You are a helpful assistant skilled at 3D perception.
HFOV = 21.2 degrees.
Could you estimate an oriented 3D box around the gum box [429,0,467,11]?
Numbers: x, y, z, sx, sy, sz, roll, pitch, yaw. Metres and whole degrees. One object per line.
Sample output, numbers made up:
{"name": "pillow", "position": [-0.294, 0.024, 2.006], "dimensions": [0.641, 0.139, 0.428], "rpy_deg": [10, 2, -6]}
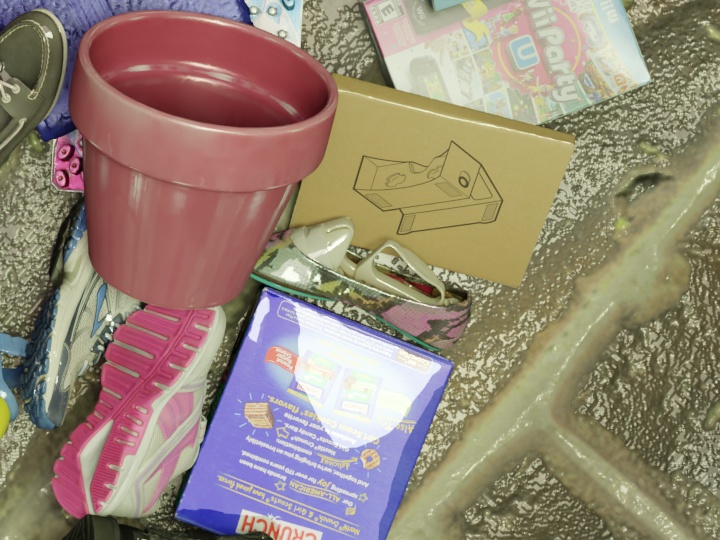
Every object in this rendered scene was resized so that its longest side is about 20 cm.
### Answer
{"name": "gum box", "position": [0.123, -0.314, 1.554], "dimensions": [0.200, 0.045, 0.170], "rpy_deg": [-20, 61, -3]}

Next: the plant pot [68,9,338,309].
{"name": "plant pot", "position": [-0.132, -0.078, 1.478], "dimensions": [0.200, 0.200, 0.179], "rpy_deg": [14, 121, -4]}

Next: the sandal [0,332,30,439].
{"name": "sandal", "position": [-0.331, 0.046, 1.566], "dimensions": [0.087, 0.079, 0.200], "rpy_deg": [-34, 85, -39]}

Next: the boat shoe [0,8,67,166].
{"name": "boat shoe", "position": [-0.294, -0.120, 1.513], "dimensions": [0.067, 0.057, 0.200], "rpy_deg": [44, 124, 6]}

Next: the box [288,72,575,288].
{"name": "box", "position": [0.054, -0.070, 1.552], "dimensions": [0.200, 0.021, 0.164], "rpy_deg": [14, 135, -3]}

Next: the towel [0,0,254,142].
{"name": "towel", "position": [-0.200, -0.210, 1.551], "dimensions": [0.200, 0.050, 0.148], "rpy_deg": [-26, 99, -2]}

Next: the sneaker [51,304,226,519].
{"name": "sneaker", "position": [-0.162, 0.109, 1.522], "dimensions": [0.081, 0.088, 0.200], "rpy_deg": [31, 90, 36]}

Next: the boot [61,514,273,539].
{"name": "boot", "position": [-0.170, 0.257, 1.535], "dimensions": [0.158, 0.211, 0.079], "rpy_deg": [10, 65, -25]}

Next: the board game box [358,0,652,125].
{"name": "board game box", "position": [0.117, -0.187, 1.585], "dimensions": [0.200, 0.064, 0.148], "rpy_deg": [-21, 93, -3]}

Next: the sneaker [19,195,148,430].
{"name": "sneaker", "position": [-0.211, 0.037, 1.540], "dimensions": [0.085, 0.077, 0.200], "rpy_deg": [20, 64, -17]}

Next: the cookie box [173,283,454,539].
{"name": "cookie box", "position": [-0.040, 0.134, 1.575], "dimensions": [0.171, 0.075, 0.200], "rpy_deg": [22, 90, -3]}

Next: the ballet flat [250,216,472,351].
{"name": "ballet flat", "position": [0.000, 0.000, 1.574], "dimensions": [0.200, 0.069, 0.071], "rpy_deg": [23, 117, -7]}

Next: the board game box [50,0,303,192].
{"name": "board game box", "position": [-0.150, -0.160, 1.587], "dimensions": [0.200, 0.026, 0.200], "rpy_deg": [3, 91, -4]}
